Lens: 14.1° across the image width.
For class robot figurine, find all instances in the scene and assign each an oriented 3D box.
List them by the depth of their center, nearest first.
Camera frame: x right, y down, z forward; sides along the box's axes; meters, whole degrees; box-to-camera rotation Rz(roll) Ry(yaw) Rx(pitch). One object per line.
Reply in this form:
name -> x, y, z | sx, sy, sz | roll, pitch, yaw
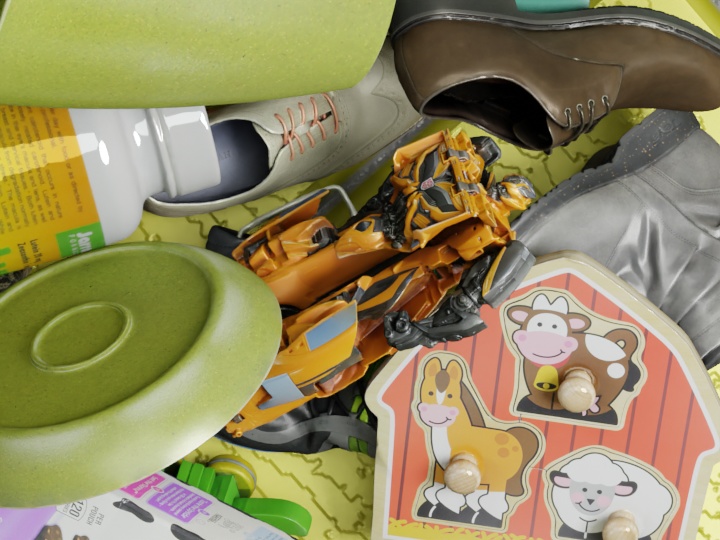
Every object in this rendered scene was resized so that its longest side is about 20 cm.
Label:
robot figurine -> 0.000, 0.000, 1.531 | 0.200, 0.145, 0.058 | -31, 129, 14

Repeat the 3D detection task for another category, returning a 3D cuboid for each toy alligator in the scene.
toy alligator -> -0.127, 0.128, 1.627 | 0.200, 0.059, 0.054 | 14, 132, 2

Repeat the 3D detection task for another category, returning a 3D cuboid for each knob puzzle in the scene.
knob puzzle -> 0.099, 0.082, 1.548 | 0.220, 0.030, 0.220 | 4, 120, 7

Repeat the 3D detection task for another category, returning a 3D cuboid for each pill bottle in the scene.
pill bottle -> -0.180, -0.057, 1.531 | 0.200, 0.111, 0.111 | -16, 91, -6

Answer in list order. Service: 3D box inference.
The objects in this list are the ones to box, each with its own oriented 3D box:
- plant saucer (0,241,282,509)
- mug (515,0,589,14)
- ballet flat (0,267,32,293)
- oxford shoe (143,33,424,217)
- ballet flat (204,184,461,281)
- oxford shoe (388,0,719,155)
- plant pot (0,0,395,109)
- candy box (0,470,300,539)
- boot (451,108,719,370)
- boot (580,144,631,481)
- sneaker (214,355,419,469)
plant saucer -> -0.139, 0.044, 1.493 | 0.200, 0.200, 0.031 | -25, 123, -5
mug -> 0.062, -0.211, 1.579 | 0.114, 0.185, 0.152 | -3, 55, -1
ballet flat -> -0.273, -0.048, 1.613 | 0.200, 0.068, 0.075 | 40, 111, -4
oxford shoe -> -0.034, -0.076, 1.618 | 0.200, 0.074, 0.071 | -26, 103, -3
ballet flat -> 0.007, -0.017, 1.629 | 0.200, 0.073, 0.073 | -9, 90, -2
oxford shoe -> 0.111, -0.095, 1.549 | 0.200, 0.073, 0.084 | 2, 61, -17
plant pot -> -0.089, -0.155, 1.449 | 0.200, 0.187, 0.187 | 12, 88, -20
candy box -> -0.140, 0.190, 1.564 | 0.200, 0.072, 0.168 | 25, 104, 9
boot -> 0.150, 0.006, 1.577 | 0.200, 0.070, 0.132 | -38, 83, -19
boot -> 0.139, 0.029, 1.643 | 0.074, 0.075, 0.200 | 5, 73, -1
sneaker -> 0.010, 0.072, 1.619 | 0.199, 0.083, 0.071 | 6, 88, -4
